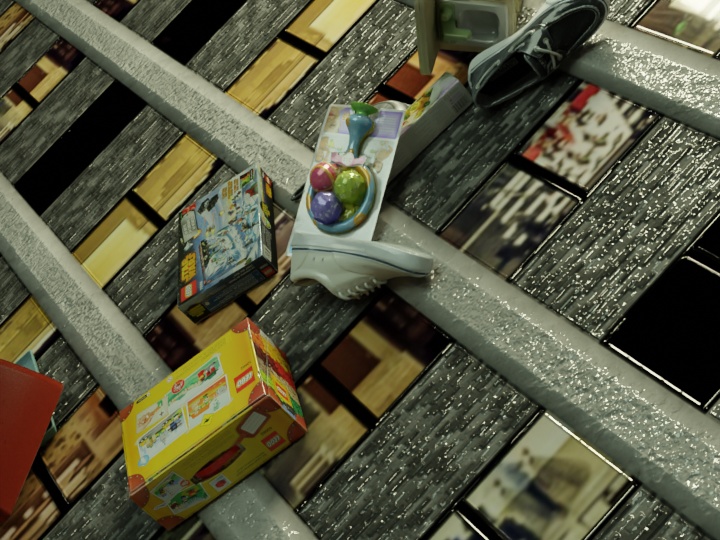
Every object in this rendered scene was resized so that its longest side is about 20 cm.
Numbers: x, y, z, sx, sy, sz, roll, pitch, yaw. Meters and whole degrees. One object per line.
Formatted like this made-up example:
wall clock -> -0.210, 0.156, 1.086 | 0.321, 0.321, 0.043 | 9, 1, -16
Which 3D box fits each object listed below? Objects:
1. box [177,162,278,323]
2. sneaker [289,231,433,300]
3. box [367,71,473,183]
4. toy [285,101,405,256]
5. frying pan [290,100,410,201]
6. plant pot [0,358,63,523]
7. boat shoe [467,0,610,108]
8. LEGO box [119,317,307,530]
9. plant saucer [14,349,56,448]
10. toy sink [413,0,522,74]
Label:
box -> -0.175, -0.037, 2.019 | 0.136, 0.040, 0.201 | -30, 36, 18
sneaker -> 0.000, 0.000, 1.785 | 0.199, 0.073, 0.072 | 8, 91, 42
box -> 0.053, -0.161, 1.915 | 0.200, 0.041, 0.039 | -45, 33, 1
toy -> -0.026, -0.111, 1.868 | 0.114, 0.047, 0.202 | 8, 74, 33
frying pan -> -0.011, -0.166, 2.002 | 0.189, 0.031, 0.116 | -19, 39, 28
plant pot -> -0.537, 0.200, 1.993 | 0.199, 0.176, 0.201 | -13, 49, 43
boat shoe -> 0.211, -0.260, 1.829 | 0.199, 0.072, 0.068 | -30, 34, 24
LEGO box -> -0.171, 0.172, 1.755 | 0.199, 0.077, 0.149 | -36, 35, 11
plant saucer -> -0.450, 0.182, 2.088 | 0.070, 0.019, 0.200 | -42, 33, 4
toy sink -> 0.143, -0.349, 1.917 | 0.111, 0.131, 0.201 | 7, 50, 14
